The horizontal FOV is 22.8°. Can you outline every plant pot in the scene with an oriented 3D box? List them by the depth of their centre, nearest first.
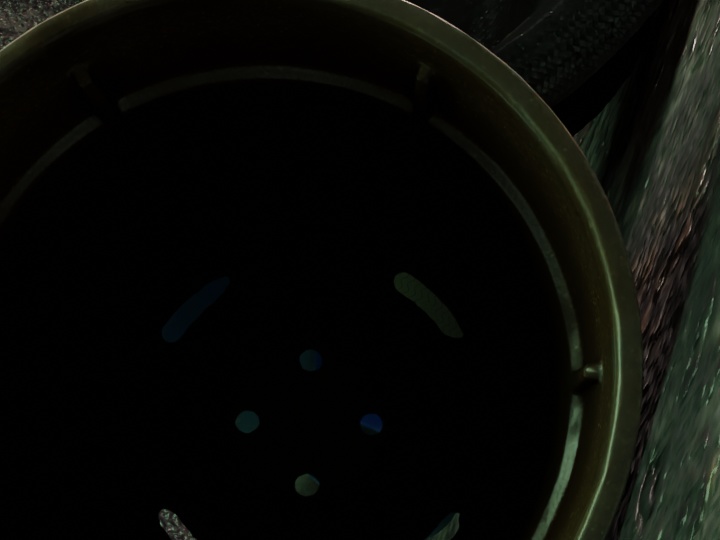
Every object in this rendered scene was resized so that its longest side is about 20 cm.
[{"bbox_3d":[-0.023,0.038,0.531,0.198,0.200,0.200,64,-137,-79],"label":"plant pot"}]

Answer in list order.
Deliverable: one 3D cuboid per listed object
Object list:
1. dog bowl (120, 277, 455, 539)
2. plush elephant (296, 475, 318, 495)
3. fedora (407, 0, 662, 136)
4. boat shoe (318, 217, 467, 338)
[{"bbox_3d":[-0.030,0.033,0.703,0.050,0.200,0.112,-49,27,38],"label":"dog bowl"},{"bbox_3d":[-0.028,0.095,1.171,0.165,0.155,0.200,-19,-1,-42],"label":"plush elephant"},{"bbox_3d":[0.049,-0.106,0.647,0.092,0.200,0.201,48,-127,-52],"label":"fedora"},{"bbox_3d":[-0.010,-0.024,0.678,0.072,0.200,0.068,-52,-1,40],"label":"boat shoe"}]
